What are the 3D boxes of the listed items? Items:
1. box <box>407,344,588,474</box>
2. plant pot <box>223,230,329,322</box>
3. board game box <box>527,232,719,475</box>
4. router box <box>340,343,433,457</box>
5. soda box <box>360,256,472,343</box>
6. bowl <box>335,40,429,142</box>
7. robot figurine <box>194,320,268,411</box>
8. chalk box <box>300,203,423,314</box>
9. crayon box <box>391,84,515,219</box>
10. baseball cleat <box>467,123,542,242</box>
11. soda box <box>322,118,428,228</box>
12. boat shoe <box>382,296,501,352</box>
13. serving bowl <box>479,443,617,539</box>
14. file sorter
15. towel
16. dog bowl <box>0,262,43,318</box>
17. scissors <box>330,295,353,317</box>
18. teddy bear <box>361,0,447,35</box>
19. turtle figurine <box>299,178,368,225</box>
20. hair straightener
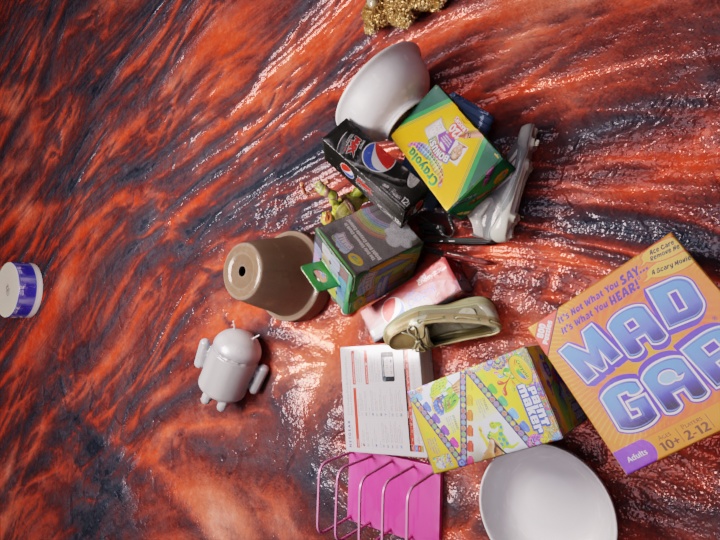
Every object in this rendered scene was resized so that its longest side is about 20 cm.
[{"bbox_3d":[0.212,0.199,0.760,0.192,0.199,0.123,-28,70,28],"label":"box"},{"bbox_3d":[-0.182,0.009,1.061,0.199,0.174,0.202,-4,84,34],"label":"plant pot"},{"bbox_3d":[0.380,0.103,0.654,0.200,0.199,0.201,-41,65,25],"label":"board game box"},{"bbox_3d":[0.051,0.238,0.958,0.178,0.049,0.202,-8,81,34],"label":"router box"},{"bbox_3d":[0.100,0.058,0.928,0.199,0.063,0.070,-35,67,25],"label":"soda box"},{"bbox_3d":[0.059,-0.302,0.925,0.201,0.201,0.091,-45,78,23],"label":"bowl"},{"bbox_3d":[-0.296,0.217,1.158,0.168,0.113,0.201,24,102,-4],"label":"robot figurine"},{"bbox_3d":[-0.008,-0.016,0.914,0.125,0.199,0.124,52,154,26],"label":"chalk box"},{"bbox_3d":[0.149,-0.200,0.854,0.119,0.058,0.201,-45,56,23],"label":"crayon box"},{"bbox_3d":[0.230,-0.151,0.846,0.106,0.070,0.202,14,87,25],"label":"baseball cleat"},{"bbox_3d":[0.023,-0.170,0.887,0.200,0.071,0.063,43,75,13],"label":"soda box"},{"bbox_3d":[0.135,0.101,0.862,0.199,0.074,0.063,-13,36,8],"label":"boat shoe"},{"bbox_3d":[0.286,0.361,0.775,0.199,0.066,0.202,-4,83,34],"label":"serving bowl"},{"bbox_3d":[0.031,0.416,0.910,0.199,0.125,0.140,-1,86,34],"label":"file sorter"},{"bbox_3d":[0.151,-0.215,0.930,0.112,0.048,0.201,45,109,30],"label":"towel"},{"bbox_3d":[-1.232,0.071,1.834,0.199,0.079,0.202,-3,84,34],"label":"dog bowl"},{"bbox_3d":[0.000,0.000,1.038,0.073,0.014,0.201,39,106,33],"label":"scissors"},{"bbox_3d":[0.084,-0.536,0.993,0.199,0.067,0.146,13,91,34],"label":"teddy bear"},{"bbox_3d":[-0.023,-0.137,0.977,0.161,0.200,0.065,-38,53,0],"label":"turtle figurine"},{"bbox_3d":[0.154,-0.063,0.927,0.199,0.041,0.078,14,93,39],"label":"hair straightener"}]
